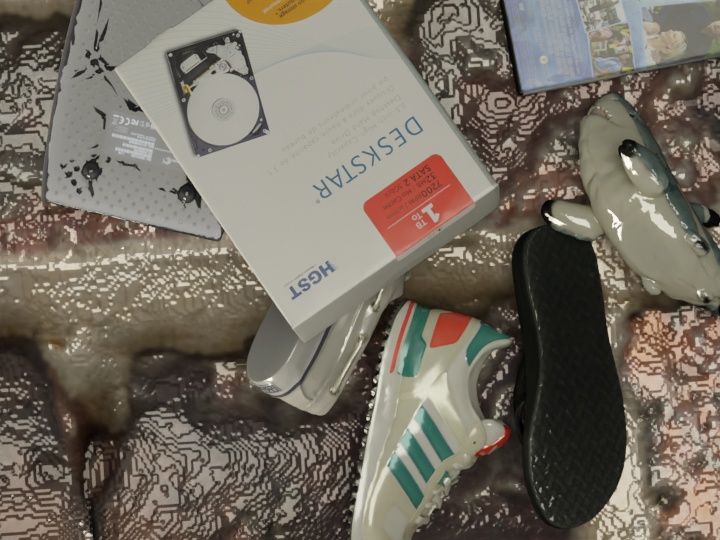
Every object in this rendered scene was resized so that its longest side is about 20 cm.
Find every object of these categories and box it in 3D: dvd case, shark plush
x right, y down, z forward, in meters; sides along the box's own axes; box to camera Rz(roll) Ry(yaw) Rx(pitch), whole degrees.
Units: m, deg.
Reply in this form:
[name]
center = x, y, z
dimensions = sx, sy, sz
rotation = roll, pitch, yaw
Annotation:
[dvd case]
center = 0.189, -0.205, 1.443
dimensions = 0.199, 0.018, 0.143
rotation = -11, 90, 0
[shark plush]
center = 0.216, -0.030, 1.417
dimensions = 0.200, 0.083, 0.091
rotation = 39, 130, 5

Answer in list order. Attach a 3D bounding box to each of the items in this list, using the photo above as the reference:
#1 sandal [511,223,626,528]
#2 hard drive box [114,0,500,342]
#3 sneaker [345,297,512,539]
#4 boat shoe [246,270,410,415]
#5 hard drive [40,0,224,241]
[sandal]
center = 0.132, 0.071, 1.430
dimensions = 0.075, 0.048, 0.201
rotation = 4, 76, -24
[hard drive box]
center = -0.031, -0.083, 1.354
dimensions = 0.156, 0.077, 0.200
rotation = -36, 81, -2
[sneaker]
center = 0.047, 0.122, 1.416
dimensions = 0.093, 0.070, 0.201
rotation = 10, 88, 5
[boat shoe]
center = 0.000, 0.000, 1.420
dimensions = 0.066, 0.072, 0.201
rotation = 33, 75, -31
[hard drive]
center = -0.128, -0.129, 1.427
dimensions = 0.134, 0.042, 0.201
rotation = 13, 90, -1
